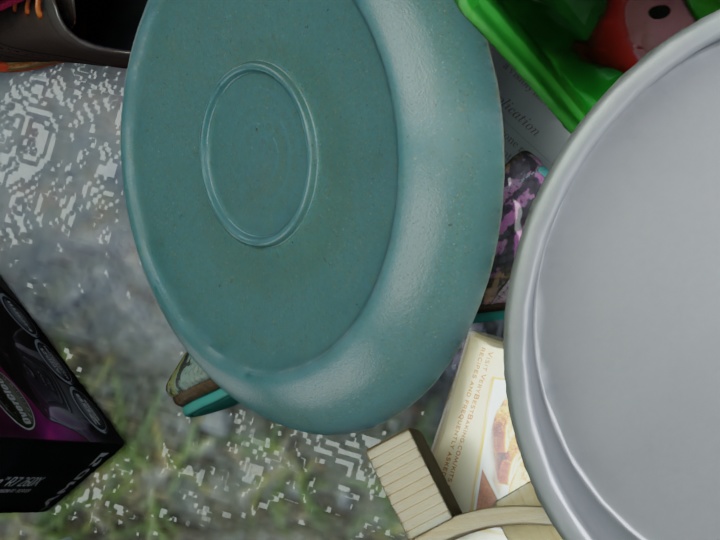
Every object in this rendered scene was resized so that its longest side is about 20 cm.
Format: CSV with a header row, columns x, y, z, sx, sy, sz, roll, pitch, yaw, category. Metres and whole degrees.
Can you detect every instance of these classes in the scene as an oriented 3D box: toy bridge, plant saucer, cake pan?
x,y,z,sx,sy,sz,roll,pitch,yaw,category
0.099,0.042,0.708,0.200,0.027,0.067,-29,80,7,toy bridge
-0.028,-0.041,0.813,0.200,0.027,0.200,8,101,49,plant saucer
0.137,0.015,0.662,0.200,0.037,0.201,-1,101,-5,cake pan

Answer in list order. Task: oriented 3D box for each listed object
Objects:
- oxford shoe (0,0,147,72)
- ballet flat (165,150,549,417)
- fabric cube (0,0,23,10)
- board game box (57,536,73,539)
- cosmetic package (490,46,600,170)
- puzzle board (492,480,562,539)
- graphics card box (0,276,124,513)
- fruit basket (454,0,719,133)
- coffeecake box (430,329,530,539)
x,y,z,sx,sy,sz,roll,pitch,yaw,category
-0.123,-0.116,0.931,0.200,0.073,0.071,8,86,15,oxford shoe
0.000,0.000,0.865,0.200,0.069,0.071,-19,89,39,ballet flat
-0.163,-0.230,0.858,0.196,0.199,0.200,-23,55,10,fabric cube
-0.164,0.215,0.889,0.200,0.064,0.148,-34,78,24,board game box
0.131,-0.093,0.868,0.200,0.074,0.102,-46,76,3,cosmetic package
0.152,0.123,0.709,0.151,0.017,0.200,-30,79,8,puzzle board
-0.173,0.030,0.863,0.051,0.200,0.126,-41,75,7,graphics card box
0.121,-0.098,0.730,0.156,0.216,0.216,-46,76,5,fruit basket
0.135,0.087,0.805,0.200,0.154,0.073,17,89,15,coffeecake box
